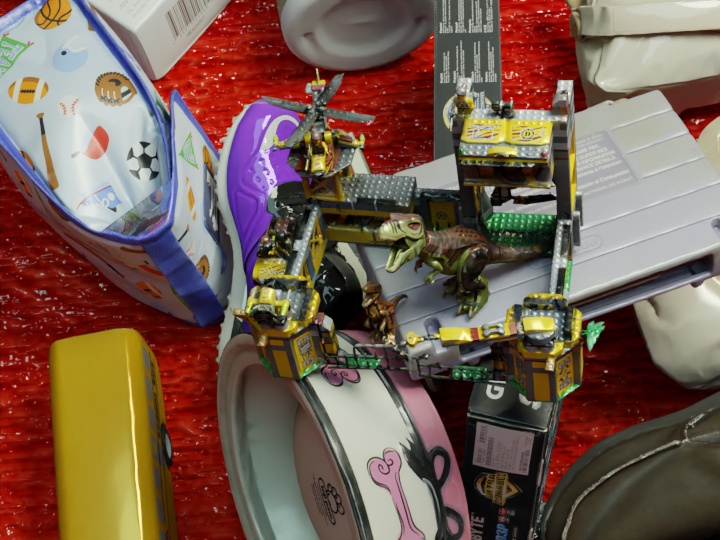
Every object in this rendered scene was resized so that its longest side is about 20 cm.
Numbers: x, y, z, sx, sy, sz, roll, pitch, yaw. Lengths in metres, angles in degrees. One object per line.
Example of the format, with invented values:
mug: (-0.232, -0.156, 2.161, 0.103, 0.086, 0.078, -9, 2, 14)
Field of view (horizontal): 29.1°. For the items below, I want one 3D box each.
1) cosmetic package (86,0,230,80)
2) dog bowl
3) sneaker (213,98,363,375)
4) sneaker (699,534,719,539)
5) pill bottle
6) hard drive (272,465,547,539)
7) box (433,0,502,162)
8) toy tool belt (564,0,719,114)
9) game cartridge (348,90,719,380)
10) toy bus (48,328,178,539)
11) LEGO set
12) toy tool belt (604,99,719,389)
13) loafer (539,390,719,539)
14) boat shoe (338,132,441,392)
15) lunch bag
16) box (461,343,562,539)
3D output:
cosmetic package: (-0.205, -0.243, 1.060, 0.199, 0.074, 0.102, 35, 73, 20)
dog bowl: (-0.010, 0.122, 0.781, 0.073, 0.201, 0.201, -15, 64, -24)
sneaker: (-0.037, -0.008, 0.886, 0.099, 0.069, 0.202, 6, 99, 46)
sneaker: (0.252, 0.176, 0.848, 0.199, 0.076, 0.088, -37, 97, -19)
pill bottle: (-0.014, -0.262, 1.024, 0.119, 0.120, 0.202, -11, 65, 0)
hard drive: (0.036, 0.188, 0.866, 0.198, 0.038, 0.141, 20, 69, 12)
box: (0.071, -0.094, 0.920, 0.044, 0.160, 0.202, -1, 67, 5)
toy tool belt: (0.239, -0.183, 0.967, 0.198, 0.125, 0.124, -12, 74, -1)
game cartridge: (0.100, -0.024, 0.765, 0.198, 0.039, 0.130, -18, 45, -5)
toy bus: (-0.153, 0.146, 0.879, 0.064, 0.078, 0.202, -10, 66, 1)
LEGO set: (0.028, -0.025, 0.680, 0.198, 0.116, 0.155, 10, 52, 19)
toy tool belt: (0.230, -0.031, 0.880, 0.122, 0.125, 0.202, -23, 77, 27)
loafer: (0.195, 0.120, 0.807, 0.199, 0.071, 0.073, -33, 105, -1)
boat shoe: (0.000, 0.000, 0.935, 0.062, 0.071, 0.201, -22, 65, 3)
lunch bag: (-0.160, -0.066, 0.925, 0.123, 0.170, 0.200, -36, 67, -5)
box: (0.102, 0.055, 0.827, 0.046, 0.160, 0.201, 12, 52, 10)
